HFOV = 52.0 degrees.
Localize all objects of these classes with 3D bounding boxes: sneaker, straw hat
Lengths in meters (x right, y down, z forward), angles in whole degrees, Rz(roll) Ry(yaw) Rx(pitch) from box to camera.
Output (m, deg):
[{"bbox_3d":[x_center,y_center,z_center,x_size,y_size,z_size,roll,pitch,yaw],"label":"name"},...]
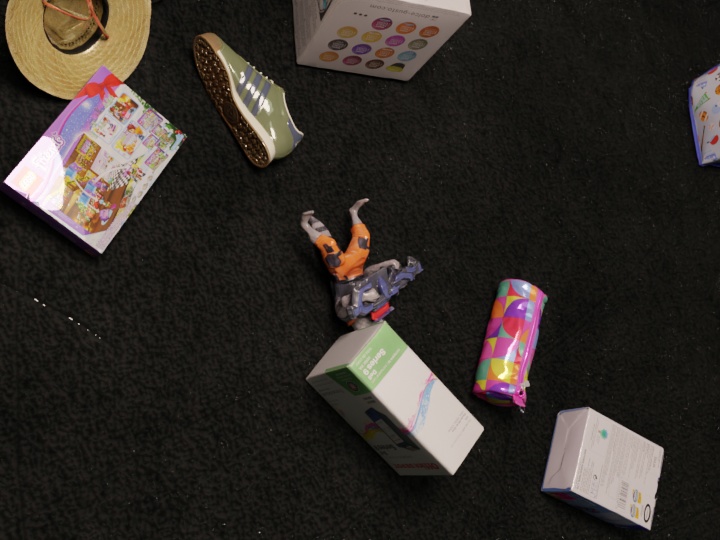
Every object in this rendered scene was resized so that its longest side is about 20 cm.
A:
[{"bbox_3d":[-0.153,-0.248,1.047,0.090,0.067,0.201,-30,92,-38],"label":"sneaker"},{"bbox_3d":[-0.368,-0.327,0.935,0.201,0.202,0.085,-33,52,-30],"label":"straw hat"}]

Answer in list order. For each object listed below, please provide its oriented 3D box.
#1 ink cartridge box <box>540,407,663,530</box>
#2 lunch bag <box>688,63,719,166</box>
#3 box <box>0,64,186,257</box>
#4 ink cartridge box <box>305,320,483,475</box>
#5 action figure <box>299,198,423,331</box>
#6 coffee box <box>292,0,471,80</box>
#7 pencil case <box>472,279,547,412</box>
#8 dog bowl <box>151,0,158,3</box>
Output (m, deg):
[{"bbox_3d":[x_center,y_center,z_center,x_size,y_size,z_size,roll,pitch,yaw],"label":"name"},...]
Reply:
[{"bbox_3d":[0.396,0.321,1.168,0.199,0.076,0.137,28,66,-17],"label":"ink cartridge box"},{"bbox_3d":[0.759,-0.326,1.474,0.123,0.170,0.201,0,76,-30],"label":"lunch bag"},{"bbox_3d":[-0.328,-0.137,0.924,0.137,0.039,0.200,41,62,-25],"label":"box"},{"bbox_3d":[0.044,0.176,0.984,0.200,0.145,0.088,46,62,-10],"label":"ink cartridge box"},{"bbox_3d":[0.000,0.000,1.059,0.200,0.104,0.194,-18,92,-55],"label":"action figure"},{"bbox_3d":[0.021,-0.429,1.103,0.199,0.198,0.201,2,74,-26],"label":"coffee box"},{"bbox_3d":[0.234,0.114,1.136,0.088,0.088,0.201,24,66,-20],"label":"pencil case"},{"bbox_3d":[-0.325,-0.456,1.012,0.199,0.059,0.201,7,74,-26],"label":"dog bowl"}]
